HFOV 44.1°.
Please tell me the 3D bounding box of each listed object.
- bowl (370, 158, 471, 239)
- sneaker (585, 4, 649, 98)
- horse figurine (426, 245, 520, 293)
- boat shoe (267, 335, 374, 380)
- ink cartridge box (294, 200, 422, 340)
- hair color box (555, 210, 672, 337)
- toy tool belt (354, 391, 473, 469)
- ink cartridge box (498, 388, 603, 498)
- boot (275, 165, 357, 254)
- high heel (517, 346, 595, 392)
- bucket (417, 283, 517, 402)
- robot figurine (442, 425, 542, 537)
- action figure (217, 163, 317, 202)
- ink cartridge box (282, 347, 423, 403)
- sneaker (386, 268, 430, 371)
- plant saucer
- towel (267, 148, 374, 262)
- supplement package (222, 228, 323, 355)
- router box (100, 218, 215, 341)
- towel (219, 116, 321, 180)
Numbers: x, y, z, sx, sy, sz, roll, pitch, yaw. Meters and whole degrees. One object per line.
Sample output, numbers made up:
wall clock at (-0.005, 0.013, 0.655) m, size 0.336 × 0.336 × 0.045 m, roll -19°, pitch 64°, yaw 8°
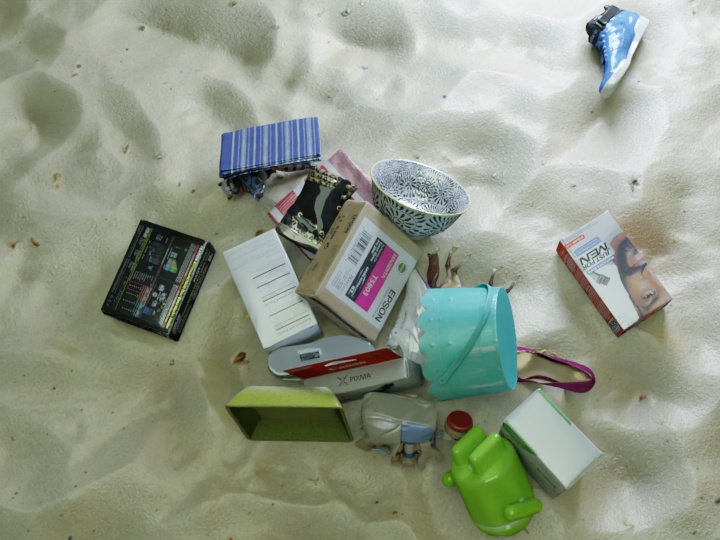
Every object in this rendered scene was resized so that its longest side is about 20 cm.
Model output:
bowl at (0.100, -0.120, 1.675) m, size 0.199 × 0.095 × 0.201 m, roll 14°, pitch 32°, yaw -9°
sneaker at (0.483, -0.437, 1.753) m, size 0.111 × 0.077 × 0.201 m, roll 27°, pitch 73°, yaw 7°
horse figurine at (0.202, 0.038, 1.649) m, size 0.199 × 0.050 × 0.133 m, roll 24°, pitch 94°, yaw 4°
boat shoe at (-0.072, 0.169, 1.636) m, size 0.198 × 0.070 × 0.072 m, roll -9°, pitch 68°, yaw -8°
ink cartridge box at (0.000, 0.000, 1.612) m, size 0.075 × 0.164 × 0.201 m, roll 7°, pitch 65°, yaw 55°
hair color box at (0.462, 0.006, 1.631) m, size 0.110 × 0.064 × 0.201 m, roll -31°, pitch 74°, yaw -5°
toy tool belt at (0.092, 0.289, 1.572) m, size 0.198 × 0.124 × 0.125 m, roll 9°, pitch 39°, yaw 3°
ink cartridge box at (0.310, 0.294, 1.488) m, size 0.087 × 0.200 × 0.145 m, roll -40°, pitch 72°, yaw -10°
boot at (-0.044, -0.095, 1.684) m, size 0.199 × 0.073 × 0.152 m, roll 25°, pitch 87°, yaw -2°
high heel at (0.317, 0.168, 1.578) m, size 0.198 × 0.096 × 0.068 m, roll 12°, pitch 75°, yaw 9°
bucket at (0.189, 0.122, 1.535) m, size 0.134 × 0.207 × 0.209 m, roll -8°, pitch 72°, yaw 19°
robot figurine at (0.222, 0.358, 1.484) m, size 0.116 × 0.201 × 0.175 m, roll -40°, pitch 30°, yaw -27°
action figure at (-0.184, -0.188, 1.741) m, size 0.192 × 0.105 × 0.201 m, roll -24°, pitch 47°, yaw 4°
ink cartridge box at (-0.010, 0.187, 1.544) m, size 0.198 × 0.173 × 0.044 m, roll -14°, pitch 71°, yaw 18°
sneaker at (0.091, 0.093, 1.636) m, size 0.099 × 0.075 × 0.202 m, roll -8°, pitch 72°, yaw 2°
plant saucer at (-0.117, 0.247, 1.552) m, size 0.198 × 0.200 × 0.048 m, roll 0°, pitch 63°, yaw 6°
towel at (-0.067, -0.129, 1.749) m, size 0.200 × 0.023 × 0.144 m, roll -41°, pitch 73°, yaw -7°
supplement package at (-0.162, 0.046, 1.657) m, size 0.109 × 0.114 × 0.201 m, roll -25°, pitch 72°, yaw -3°
router box at (-0.387, 0.018, 1.717) m, size 0.149 × 0.062 × 0.201 m, roll 18°, pitch 76°, yaw 12°
towel at (-0.174, -0.236, 1.705) m, size 0.198 × 0.024 × 0.145 m, roll -10°, pitch 42°, yaw 2°
